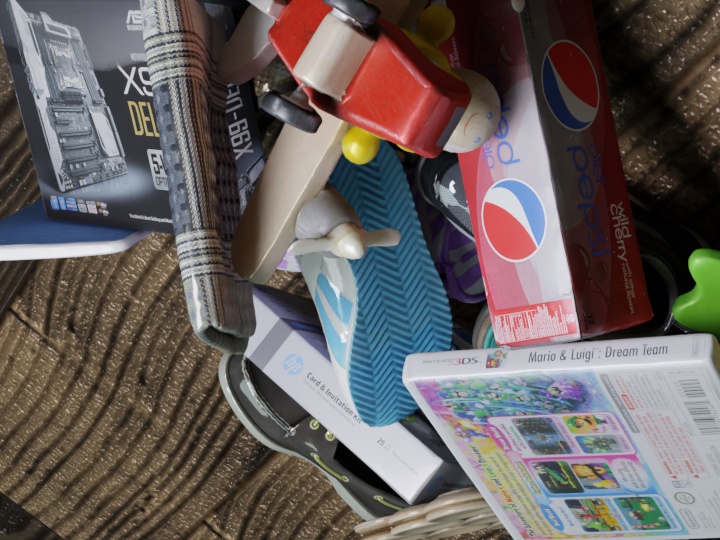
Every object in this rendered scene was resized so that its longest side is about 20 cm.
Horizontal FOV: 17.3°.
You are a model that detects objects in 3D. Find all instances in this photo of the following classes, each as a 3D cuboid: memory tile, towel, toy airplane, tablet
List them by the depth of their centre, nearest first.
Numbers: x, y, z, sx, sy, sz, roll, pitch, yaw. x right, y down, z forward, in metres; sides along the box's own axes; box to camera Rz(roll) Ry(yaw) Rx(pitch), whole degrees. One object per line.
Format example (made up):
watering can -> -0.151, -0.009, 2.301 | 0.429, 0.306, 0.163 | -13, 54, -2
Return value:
toy airplane -> 0.007, -0.105, 1.242 | 0.141, 0.200, 0.200 | 25, 144, -22
towel -> -0.083, -0.053, 1.310 | 0.034, 0.193, 0.200 | -9, 175, 1
memory tile -> 0.108, 0.153, 1.563 | 0.153, 0.200, 0.017 | -33, 66, 60
tablet -> -0.189, -0.031, 1.613 | 0.130, 0.200, 0.014 | -2, 102, 14

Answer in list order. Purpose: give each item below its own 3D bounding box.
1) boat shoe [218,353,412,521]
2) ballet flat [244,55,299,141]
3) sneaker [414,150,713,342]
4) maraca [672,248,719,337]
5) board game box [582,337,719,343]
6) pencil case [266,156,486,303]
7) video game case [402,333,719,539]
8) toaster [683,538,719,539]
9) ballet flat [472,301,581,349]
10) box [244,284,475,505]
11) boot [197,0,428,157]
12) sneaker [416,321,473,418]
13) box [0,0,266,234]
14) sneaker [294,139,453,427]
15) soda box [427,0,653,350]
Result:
boat shoe -> -0.019, 0.118, 1.788 | 0.201, 0.072, 0.061 | 41, 147, -24
ballet flat -> -0.089, -0.103, 1.552 | 0.200, 0.067, 0.046 | -33, 76, 59
sneaker -> 0.120, -0.018, 1.379 | 0.200, 0.114, 0.076 | 27, 107, 2
maraca -> 0.262, 0.038, 1.322 | 0.137, 0.107, 0.200 | -33, 124, 26
board game box -> 0.178, 0.076, 1.558 | 0.135, 0.029, 0.200 | 42, 151, -10
pencil case -> 0.007, -0.025, 1.530 | 0.200, 0.086, 0.084 | 8, 139, 41
video game case -> 0.143, 0.101, 1.372 | 0.182, 0.024, 0.200 | -5, 145, 24
toaster -> 0.217, 0.254, 1.641 | 0.181, 0.119, 0.200 | 27, 156, -24
ballet flat -> 0.109, 0.055, 1.492 | 0.068, 0.069, 0.200 | -22, 140, 5
box -> 0.000, 0.086, 1.622 | 0.200, 0.041, 0.156 | 42, -172, 22
boot -> -0.020, -0.141, 1.393 | 0.200, 0.076, 0.168 | -2, 131, 39
sneaker -> 0.059, 0.064, 1.580 | 0.200, 0.076, 0.077 | 38, -172, -24
box -> -0.147, -0.107, 1.526 | 0.200, 0.050, 0.158 | 9, 117, 48
sneaker -> 0.000, 0.000, 1.444 | 0.081, 0.076, 0.200 | 31, 137, 57
soda box -> 0.098, -0.061, 1.288 | 0.063, 0.070, 0.201 | -10, 91, 43
